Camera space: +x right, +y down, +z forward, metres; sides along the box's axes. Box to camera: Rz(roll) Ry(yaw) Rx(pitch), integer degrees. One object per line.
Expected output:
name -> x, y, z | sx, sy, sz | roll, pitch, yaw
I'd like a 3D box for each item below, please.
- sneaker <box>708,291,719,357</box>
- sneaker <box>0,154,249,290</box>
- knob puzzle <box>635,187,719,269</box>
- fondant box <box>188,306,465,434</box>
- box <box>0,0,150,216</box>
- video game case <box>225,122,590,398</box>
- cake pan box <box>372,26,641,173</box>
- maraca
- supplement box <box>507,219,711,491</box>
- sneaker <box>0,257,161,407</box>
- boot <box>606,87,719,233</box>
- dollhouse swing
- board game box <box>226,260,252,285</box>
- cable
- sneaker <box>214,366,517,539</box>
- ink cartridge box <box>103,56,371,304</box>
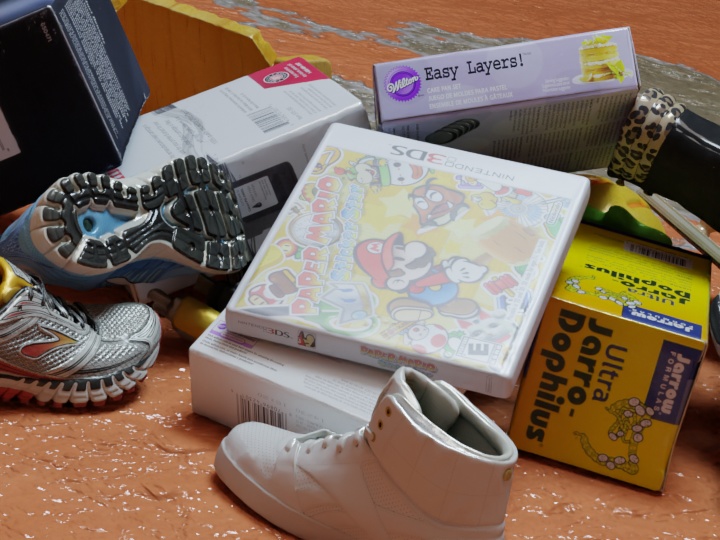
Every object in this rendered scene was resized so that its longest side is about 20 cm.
sneaker -> 0.284, 0.112, 1.399 | 0.074, 0.116, 0.201 | -12, 50, 14
sneaker -> -0.154, -0.027, 1.365 | 0.089, 0.079, 0.199 | -19, -13, 38
knob puzzle -> 0.311, -0.001, 1.685 | 0.219, 0.031, 0.220 | 40, 5, -4
fondant box -> 0.004, 0.035, 1.328 | 0.143, 0.059, 0.200 | 21, 46, 22
box -> -0.266, -0.115, 1.463 | 0.198, 0.124, 0.199 | -22, 16, 7
video game case -> 0.034, -0.012, 1.321 | 0.180, 0.023, 0.201 | 13, 43, 14
cake pan box -> 0.101, -0.108, 1.511 | 0.182, 0.053, 0.200 | -7, -14, 2
maraca -> 0.186, -0.015, 1.606 | 0.137, 0.107, 0.200 | 38, -14, -27
supplement box -> 0.172, 0.052, 1.432 | 0.109, 0.110, 0.200 | 16, 18, 5
sneaker -> -0.199, 0.035, 1.264 | 0.199, 0.083, 0.078 | -3, 23, -44
boot -> 0.253, -0.051, 1.496 | 0.150, 0.074, 0.200 | 31, -9, 12
dollhouse swing -> -0.097, -0.177, 1.846 | 0.199, 0.183, 0.176 | 22, 40, 25
board game box -> 0.013, 0.002, 1.462 | 0.134, 0.029, 0.199 | -29, 36, -26
cable -> -0.047, 0.061, 1.399 | 0.199, 0.051, 0.097 | 34, 7, 18
sneaker -> 0.006, 0.099, 1.172 | 0.199, 0.117, 0.073 | 24, 23, 34
ink cartridge box -> -0.100, -0.068, 1.507 | 0.199, 0.084, 0.145 | -22, 26, -12
